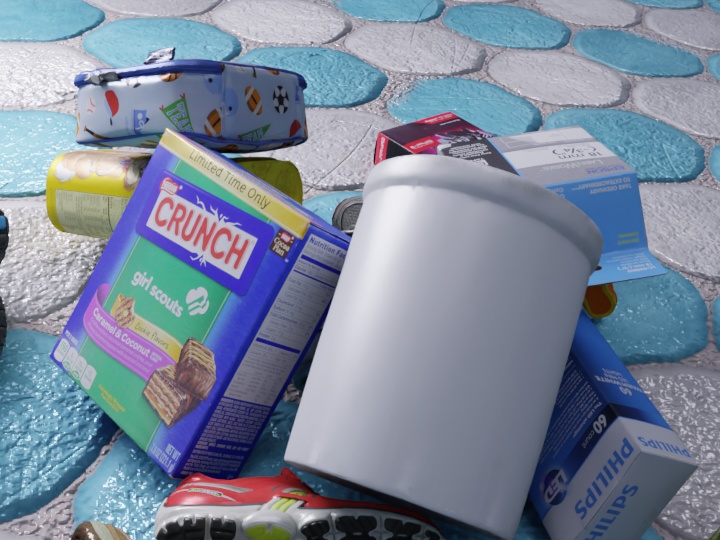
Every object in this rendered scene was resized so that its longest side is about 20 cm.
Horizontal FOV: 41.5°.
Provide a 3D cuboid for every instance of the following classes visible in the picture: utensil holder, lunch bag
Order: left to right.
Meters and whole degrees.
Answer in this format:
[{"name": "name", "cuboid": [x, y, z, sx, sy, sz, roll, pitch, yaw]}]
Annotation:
[{"name": "lunch bag", "cuboid": [-0.150, -0.141, 0.835, 0.158, 0.077, 0.199, 2, 4, 32]}, {"name": "utensil holder", "cuboid": [0.052, 0.053, 0.625, 0.167, 0.170, 0.203, 16, 76, 14]}]

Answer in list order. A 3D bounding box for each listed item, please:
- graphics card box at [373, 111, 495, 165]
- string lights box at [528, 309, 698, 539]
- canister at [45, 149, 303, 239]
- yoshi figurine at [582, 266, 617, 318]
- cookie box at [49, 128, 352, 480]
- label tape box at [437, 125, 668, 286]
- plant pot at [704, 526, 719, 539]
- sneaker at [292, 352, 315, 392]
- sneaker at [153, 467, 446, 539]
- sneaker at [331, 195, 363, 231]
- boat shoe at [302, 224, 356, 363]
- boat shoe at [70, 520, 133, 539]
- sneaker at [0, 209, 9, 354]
[{"name": "graphics card box", "cuboid": [0.124, -0.116, 1.107, 0.124, 0.052, 0.199, -19, 43, -35]}, {"name": "string lights box", "cuboid": [0.155, 0.107, 0.719, 0.058, 0.104, 0.201, 17, 28, -28]}, {"name": "canister", "cuboid": [-0.174, -0.067, 0.888, 0.197, 0.088, 0.148, 8, 11, 27]}, {"name": "yoshi figurine", "cuboid": [0.187, -0.024, 0.932, 0.110, 0.114, 0.201, 2, 30, 5]}, {"name": "cookie box", "cuboid": [-0.120, 0.024, 0.709, 0.170, 0.202, 0.075, 32, 5, 34]}, {"name": "label tape box", "cuboid": [0.157, -0.058, 0.811, 0.141, 0.064, 0.201, -9, 26, -6]}, {"name": "plant pot", "cuboid": [0.311, 0.173, 0.581, 0.196, 0.193, 0.201, 6, 32, -4]}, {"name": "sneaker", "cuboid": [0.030, 0.110, 0.739, 0.198, 0.075, 0.082, 21, 49, 37]}, {"name": "sneaker", "cuboid": [-0.036, 0.166, 0.635, 0.196, 0.078, 0.085, 8, 23, -3]}, {"name": "sneaker", "cuboid": [0.062, -0.005, 0.838, 0.198, 0.082, 0.079, 33, 82, 7]}, {"name": "boat shoe", "cuboid": [0.000, 0.000, 0.758, 0.199, 0.067, 0.073, -36, 36, -11]}, {"name": "boat shoe", "cuboid": [-0.111, 0.226, 0.544, 0.075, 0.072, 0.201, 0, 39, -37]}, {"name": "sneaker", "cuboid": [-0.332, 0.037, 0.781, 0.072, 0.082, 0.203, 22, 44, -28]}]
